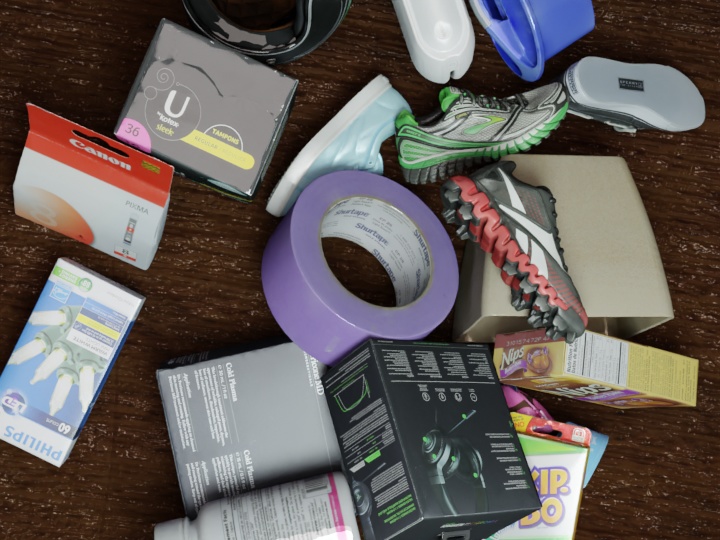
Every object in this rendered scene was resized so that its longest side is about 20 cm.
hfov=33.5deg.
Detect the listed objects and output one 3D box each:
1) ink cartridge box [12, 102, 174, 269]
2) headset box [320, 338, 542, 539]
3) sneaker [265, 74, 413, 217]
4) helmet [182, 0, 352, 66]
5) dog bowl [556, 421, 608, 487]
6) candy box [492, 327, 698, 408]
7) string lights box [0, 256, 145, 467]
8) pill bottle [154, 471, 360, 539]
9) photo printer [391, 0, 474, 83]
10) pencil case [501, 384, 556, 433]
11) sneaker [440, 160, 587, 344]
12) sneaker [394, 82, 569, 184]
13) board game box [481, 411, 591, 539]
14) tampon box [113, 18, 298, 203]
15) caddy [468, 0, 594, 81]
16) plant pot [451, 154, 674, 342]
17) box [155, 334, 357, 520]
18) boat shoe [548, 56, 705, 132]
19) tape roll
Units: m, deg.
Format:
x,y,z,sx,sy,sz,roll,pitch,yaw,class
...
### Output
x,y,z,sx,sy,sz,roll,pitch,yaw,class
-0.279,-0.081,1.240,0.161,0.200,0.051,24,69,-5,ink cartridge box
0.074,0.181,1.213,0.173,0.093,0.202,4,58,-41,headset box
-0.017,-0.122,1.324,0.082,0.074,0.200,43,87,1,sneaker
-0.094,-0.314,1.257,0.199,0.201,0.191,33,131,-5,helmet
0.205,0.259,1.334,0.049,0.111,0.201,30,88,8,dog bowl
0.254,0.107,1.290,0.198,0.116,0.057,16,75,-31,candy box
-0.325,0.098,1.306,0.102,0.059,0.202,26,89,-6,string lights box
-0.100,0.279,1.199,0.197,0.113,0.115,-13,92,-4,pill bottle
0.067,-0.301,1.284,0.069,0.166,0.202,-19,93,2,photo printer
0.130,0.220,1.330,0.091,0.094,0.201,40,89,-22,pencil case
0.167,-0.026,1.160,0.097,0.071,0.201,-32,74,-14,sneaker
0.130,-0.162,1.290,0.198,0.078,0.086,-19,110,6,sneaker
0.182,0.258,1.264,0.094,0.030,0.203,10,90,16,board game box
-0.157,-0.158,1.248,0.148,0.200,0.127,23,89,-4,tampon box
0.167,-0.308,1.306,0.104,0.141,0.202,-26,92,-7,caddy
0.208,-0.023,1.294,0.197,0.200,0.179,0,80,-5,plant pot
-0.111,0.181,1.304,0.180,0.104,0.203,-11,92,-4,box
0.301,-0.191,1.355,0.197,0.068,0.075,1,79,-29,boat shoe
0.000,0.000,1.270,0.198,0.085,0.202,14,55,-22,tape roll
